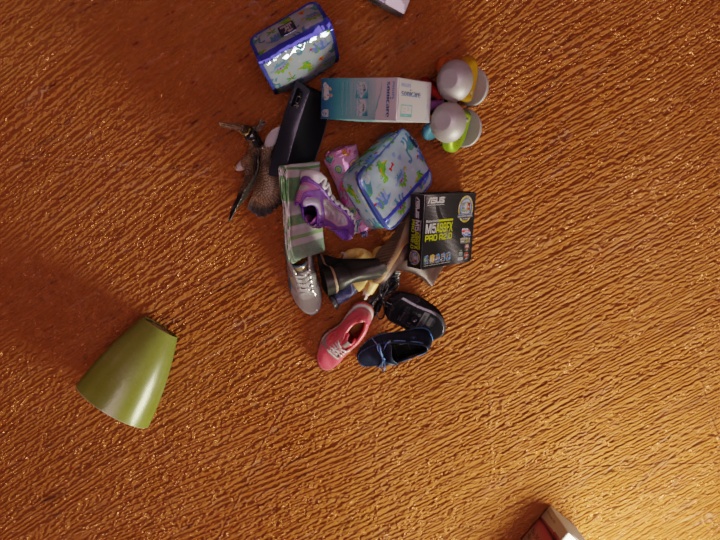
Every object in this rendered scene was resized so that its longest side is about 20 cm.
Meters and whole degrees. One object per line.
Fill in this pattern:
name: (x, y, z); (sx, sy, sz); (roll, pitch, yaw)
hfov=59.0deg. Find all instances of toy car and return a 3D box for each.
toy car: (0.190, -0.370, 1.406); (0.146, 0.174, 0.207); (14, 103, 27)

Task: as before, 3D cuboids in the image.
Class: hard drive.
hard drive: (-0.128, -0.295, 1.386); (0.041, 0.134, 0.206); (23, 102, 22)

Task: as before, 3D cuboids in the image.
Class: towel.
towel: (-0.123, -0.131, 1.390); (0.023, 0.152, 0.208); (2, 103, 28)

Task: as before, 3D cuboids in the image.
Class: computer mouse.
computer mouse: (0.120, 0.090, 1.525); (0.197, 0.053, 0.140); (31, 121, -6)

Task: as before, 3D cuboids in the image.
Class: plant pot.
plant pot: (-0.507, 0.216, 1.443); (0.184, 0.187, 0.204); (32, 82, -11)

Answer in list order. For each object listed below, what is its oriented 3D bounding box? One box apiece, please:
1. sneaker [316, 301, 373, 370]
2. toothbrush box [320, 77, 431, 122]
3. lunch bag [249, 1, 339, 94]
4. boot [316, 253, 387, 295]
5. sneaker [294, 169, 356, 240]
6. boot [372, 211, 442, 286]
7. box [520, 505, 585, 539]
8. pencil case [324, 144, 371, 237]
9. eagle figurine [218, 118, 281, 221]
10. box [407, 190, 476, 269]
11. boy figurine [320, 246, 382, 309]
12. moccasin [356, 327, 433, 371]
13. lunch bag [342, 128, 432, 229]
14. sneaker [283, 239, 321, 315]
sneaker: (-0.043, 0.164, 1.503); (0.073, 0.087, 0.202); (34, 107, -11)
toothbrush box: (0.033, -0.357, 1.338); (0.195, 0.145, 0.089); (9, 104, 33)
lunch bag: (-0.135, -0.458, 1.318); (0.167, 0.200, 0.130); (-28, 103, 2)
boot: (-0.023, -0.001, 1.405); (0.134, 0.200, 0.080); (-14, 109, -7)
sneaker: (-0.081, -0.121, 1.373); (0.201, 0.079, 0.090); (50, 56, -42)
boot: (0.120, -0.014, 1.455); (0.166, 0.071, 0.203); (45, 64, -30)
box: (0.490, 0.750, 1.661); (0.108, 0.128, 0.202); (37, 95, -11)
pencil case: (-0.019, -0.181, 1.445); (0.085, 0.088, 0.206); (-18, 105, -2)
eagle figurine: (-0.232, -0.219, 1.399); (0.147, 0.150, 0.208); (-9, 92, -18)
box: (0.186, -0.095, 1.445); (0.196, 0.043, 0.166); (-8, 106, -46)
boy figurine: (0.000, 0.000, 1.493); (0.198, 0.064, 0.126); (-36, 76, -1)
moccasin: (0.076, 0.186, 1.513); (0.195, 0.069, 0.082); (-24, 110, 20)
lunch bag: (0.066, -0.199, 1.407); (0.200, 0.081, 0.163); (-46, 118, -27)
sneaker: (-0.137, 0.010, 1.473); (0.074, 0.081, 0.206); (-16, 104, -4)
